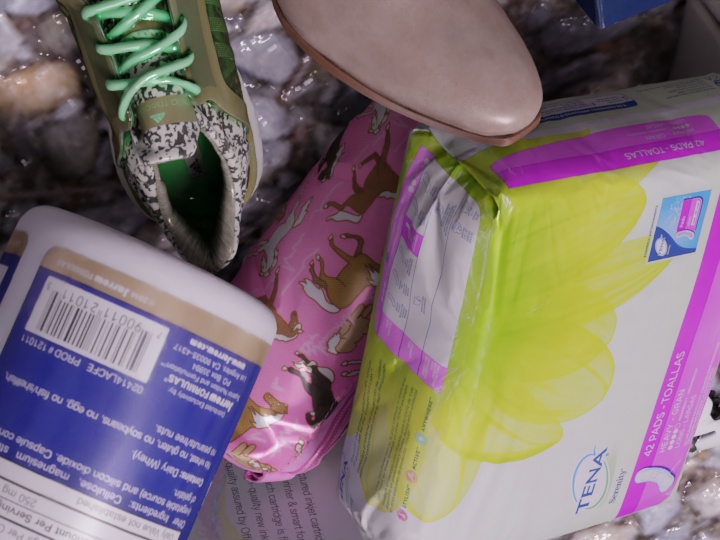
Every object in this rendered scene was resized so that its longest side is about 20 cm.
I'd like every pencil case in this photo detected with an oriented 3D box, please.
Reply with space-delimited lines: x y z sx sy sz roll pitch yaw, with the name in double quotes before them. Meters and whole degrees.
"pencil case" 0.000 0.000 0.888 0.083 0.087 0.200 33 112 -20

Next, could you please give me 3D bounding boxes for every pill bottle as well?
"pill bottle" -0.122 0.086 0.821 0.115 0.116 0.201 27 84 -29

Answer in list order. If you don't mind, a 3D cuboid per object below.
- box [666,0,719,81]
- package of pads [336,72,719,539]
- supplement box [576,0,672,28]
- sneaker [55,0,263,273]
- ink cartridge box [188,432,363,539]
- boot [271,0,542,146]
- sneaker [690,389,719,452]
"box" 0.240 -0.046 0.904 0.198 0.109 0.129 -2 126 -14
"package of pads" 0.076 0.026 0.832 0.154 0.068 0.201 -12 130 -30
"supplement box" 0.086 -0.229 0.659 0.133 0.200 0.201 -22 133 -7
"sneaker" -0.078 -0.082 0.808 0.076 0.089 0.201 -21 128 1
"ink cartridge box" -0.050 0.139 0.939 0.198 0.146 0.083 -15 129 -3
"boot" 0.000 -0.153 0.726 0.070 0.200 0.147 -37 157 -30
"sneaker" 0.103 0.034 0.953 0.090 0.067 0.200 -30 129 5
